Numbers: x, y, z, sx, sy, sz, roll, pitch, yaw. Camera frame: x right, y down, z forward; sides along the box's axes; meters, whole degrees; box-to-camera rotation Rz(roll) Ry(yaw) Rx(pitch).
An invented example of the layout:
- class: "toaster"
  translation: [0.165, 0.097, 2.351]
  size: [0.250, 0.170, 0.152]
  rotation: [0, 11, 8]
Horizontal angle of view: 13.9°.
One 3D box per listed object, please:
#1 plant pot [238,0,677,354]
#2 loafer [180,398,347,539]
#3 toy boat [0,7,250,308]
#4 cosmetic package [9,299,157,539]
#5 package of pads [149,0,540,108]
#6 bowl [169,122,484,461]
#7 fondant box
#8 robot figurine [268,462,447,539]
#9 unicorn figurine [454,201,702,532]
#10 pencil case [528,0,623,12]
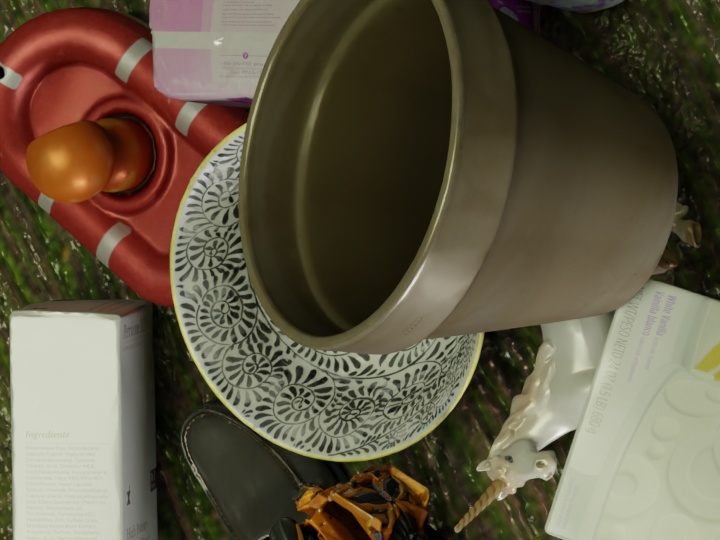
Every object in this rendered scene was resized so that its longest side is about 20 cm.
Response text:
- class: "plant pot"
  translation: [0.061, -0.047, 1.500]
  size: [0.200, 0.173, 0.201]
  rotation: [-25, 60, 53]
- class: "loafer"
  translation: [-0.039, 0.150, 1.721]
  size: [0.200, 0.072, 0.073]
  rotation: [42, 113, 21]
- class: "toy boat"
  translation: [-0.150, -0.069, 1.736]
  size: [0.200, 0.131, 0.131]
  rotation: [40, 110, 21]
- class: "cosmetic package"
  translation: [-0.164, 0.120, 1.765]
  size: [0.074, 0.102, 0.201]
  rotation: [1, 95, 7]
- class: "package of pads"
  translation: [-0.009, -0.127, 1.659]
  size: [0.199, 0.120, 0.076]
  rotation: [3, 95, 30]
- class: "bowl"
  translation: [0.000, 0.000, 1.671]
  size: [0.200, 0.094, 0.202]
  rotation: [7, 104, 27]
- class: "fondant box"
  translation: [0.213, 0.100, 1.540]
  size: [0.199, 0.058, 0.145]
  rotation: [18, 89, 8]
- class: "robot figurine"
  translation: [0.043, 0.182, 1.640]
  size: [0.200, 0.145, 0.058]
  rotation: [42, 115, 14]
- class: "unicorn figurine"
  translation: [0.127, 0.044, 1.631]
  size: [0.137, 0.074, 0.201]
  rotation: [-10, 72, 30]
- class: "pencil case"
  translation: [0.075, -0.192, 1.564]
  size: [0.083, 0.199, 0.091]
  rotation: [19, 98, 40]
